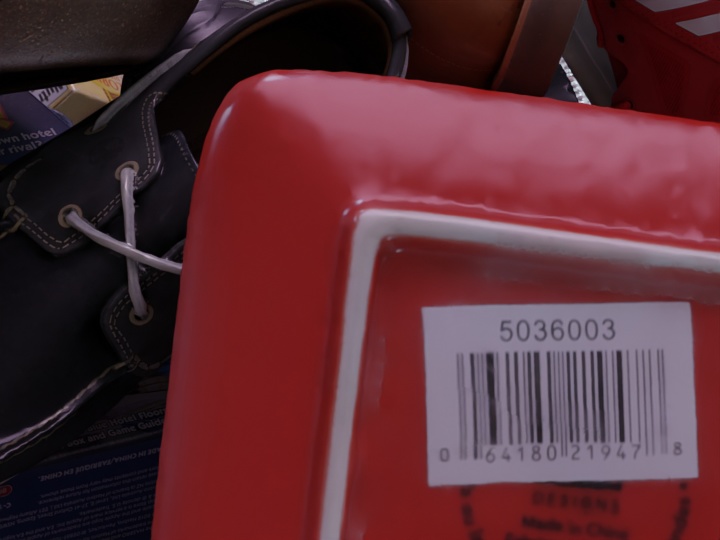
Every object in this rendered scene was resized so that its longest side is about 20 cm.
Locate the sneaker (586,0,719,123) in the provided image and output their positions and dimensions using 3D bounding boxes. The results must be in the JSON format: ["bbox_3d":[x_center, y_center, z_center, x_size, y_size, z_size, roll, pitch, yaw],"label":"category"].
[{"bbox_3d":[0.092,-0.034,0.925,0.116,0.200,0.078,49,28,1],"label":"sneaker"}]

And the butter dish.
[{"bbox_3d":[0.040,0.061,0.790,0.199,0.200,0.148,7,-6,-9],"label":"butter dish"}]

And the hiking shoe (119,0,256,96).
[{"bbox_3d":[0.000,0.000,0.912,0.076,0.200,0.101,-42,40,-11],"label":"hiking shoe"}]

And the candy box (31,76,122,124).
[{"bbox_3d":[-0.131,-0.116,1.183,0.115,0.055,0.200,18,37,-54],"label":"candy box"}]

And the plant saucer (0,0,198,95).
[{"bbox_3d":[-0.135,-0.063,0.816,0.200,0.035,0.200,-7,1,0],"label":"plant saucer"}]

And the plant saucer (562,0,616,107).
[{"bbox_3d":[0.094,-0.097,1.101,0.050,0.200,0.200,-30,17,7],"label":"plant saucer"}]

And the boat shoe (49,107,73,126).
[{"bbox_3d":[-0.192,-0.065,1.037,0.199,0.062,0.075,10,16,-9],"label":"boat shoe"}]

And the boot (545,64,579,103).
[{"bbox_3d":[0.003,-0.035,1.106,0.162,0.074,0.198,-22,15,4],"label":"boot"}]

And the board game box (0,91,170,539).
[{"bbox_3d":[-0.135,0.011,0.877,0.199,0.062,0.200,-12,44,-28],"label":"board game box"}]

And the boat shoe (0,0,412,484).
[{"bbox_3d":[-0.064,-0.011,0.795,0.200,0.072,0.068,-40,3,-28],"label":"boat shoe"}]

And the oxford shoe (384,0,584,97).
[{"bbox_3d":[0.023,-0.072,0.905,0.071,0.072,0.200,20,-17,0],"label":"oxford shoe"}]
